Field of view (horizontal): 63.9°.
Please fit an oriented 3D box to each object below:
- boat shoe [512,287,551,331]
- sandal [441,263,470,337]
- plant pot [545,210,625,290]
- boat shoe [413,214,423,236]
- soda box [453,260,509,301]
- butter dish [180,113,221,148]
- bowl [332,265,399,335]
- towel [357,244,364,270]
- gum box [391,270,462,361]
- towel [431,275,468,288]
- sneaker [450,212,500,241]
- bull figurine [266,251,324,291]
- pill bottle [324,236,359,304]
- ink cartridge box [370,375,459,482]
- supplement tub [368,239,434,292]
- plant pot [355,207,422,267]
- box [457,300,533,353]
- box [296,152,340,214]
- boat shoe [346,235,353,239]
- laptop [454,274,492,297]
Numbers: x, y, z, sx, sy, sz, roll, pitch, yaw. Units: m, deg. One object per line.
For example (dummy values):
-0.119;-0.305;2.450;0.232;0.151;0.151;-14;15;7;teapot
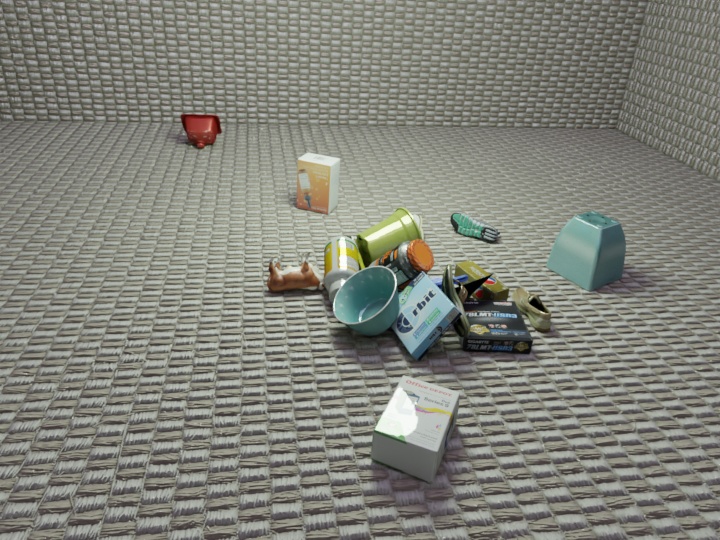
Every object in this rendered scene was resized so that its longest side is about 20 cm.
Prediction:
0.521;0.101;1.745;0.070;0.067;0.201;-2;29;-10;boat shoe
0.268;0.082;1.578;0.056;0.080;0.207;-11;71;-11;sandal
0.784;-0.084;1.973;0.192;0.206;0.195;-14;32;-31;plant pot
0.194;-0.154;2.156;0.066;0.077;0.202;8;29;-4;boat shoe
0.380;0.044;1.833;0.066;0.066;0.200;-12;32;-26;soda box
-0.815;-0.699;2.955;0.193;0.153;0.200;0;-16;-8;butter dish
0.032;0.098;1.601;0.196;0.106;0.204;-22;39;18;bowl
0.000;0.000;1.841;0.017;0.089;0.202;-4;30;-8;towel
0.164;0.119;1.579;0.044;0.170;0.201;37;9;-34;gum box
0.220;0.036;1.758;0.141;0.025;0.199;-15;4;-24;towel
0.442;-0.167;2.234;0.197;0.076;0.087;29;22;22;sneaker
-0.194;0.008;1.780;0.193;0.126;0.065;-8;6;-10;bull figurine
-0.057;0.005;1.766;0.109;0.115;0.204;1;47;-6;pill bottle
0.123;0.335;1.252;0.141;0.090;0.200;14;28;19;ink cartridge box
0.121;-0.006;1.730;0.198;0.125;0.122;-32;0;42;supplement tub
0.086;-0.084;1.924;0.180;0.205;0.200;-21;35;-18;plant pot
0.369;0.156;1.648;0.193;0.051;0.200;2;30;-2;box
-0.171;-0.352;2.334;0.148;0.206;0.107;12;27;15;box
-0.056;-0.064;1.964;0.065;0.074;0.202;8;30;0;boat shoe
0.264;0.042;1.767;0.183;0.119;0.199;-15;34;-32;laptop
